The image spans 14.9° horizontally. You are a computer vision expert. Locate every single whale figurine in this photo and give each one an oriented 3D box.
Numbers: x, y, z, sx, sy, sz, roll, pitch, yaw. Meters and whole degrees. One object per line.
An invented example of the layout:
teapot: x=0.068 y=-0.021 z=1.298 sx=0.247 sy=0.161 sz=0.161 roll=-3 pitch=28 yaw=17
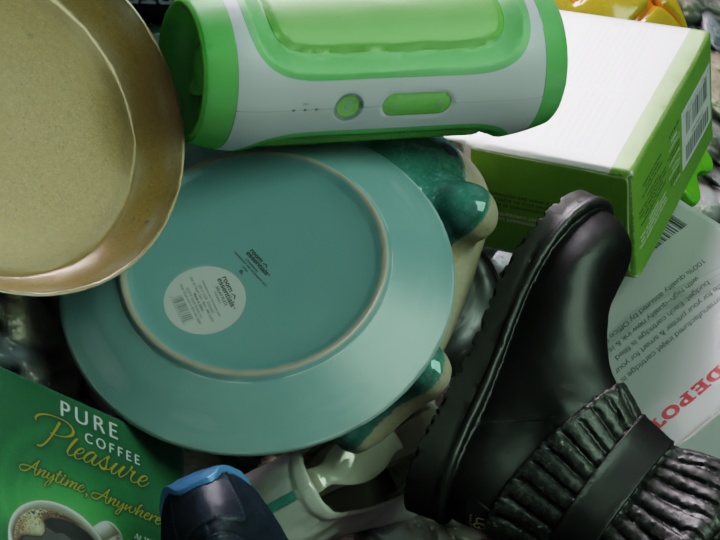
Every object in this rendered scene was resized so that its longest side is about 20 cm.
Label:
whale figurine: x=0.000 y=0.000 z=1.437 sx=0.104 sy=0.159 sz=0.200 roll=37 pitch=31 yaw=-27

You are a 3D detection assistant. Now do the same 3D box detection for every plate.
plate: x=-0.052 y=0.001 z=1.371 sx=0.199 sy=0.026 sz=0.201 roll=-1 pitch=56 yaw=2

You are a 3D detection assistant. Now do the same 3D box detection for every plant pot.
plant pot: x=-0.177 y=-0.077 z=1.316 sx=0.200 sy=0.027 sz=0.201 roll=16 pitch=60 yaw=-31

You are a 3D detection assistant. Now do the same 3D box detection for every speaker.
speaker: x=0.002 y=-0.106 z=1.405 sx=0.199 sy=0.088 sz=0.089 roll=-4 pitch=63 yaw=-23

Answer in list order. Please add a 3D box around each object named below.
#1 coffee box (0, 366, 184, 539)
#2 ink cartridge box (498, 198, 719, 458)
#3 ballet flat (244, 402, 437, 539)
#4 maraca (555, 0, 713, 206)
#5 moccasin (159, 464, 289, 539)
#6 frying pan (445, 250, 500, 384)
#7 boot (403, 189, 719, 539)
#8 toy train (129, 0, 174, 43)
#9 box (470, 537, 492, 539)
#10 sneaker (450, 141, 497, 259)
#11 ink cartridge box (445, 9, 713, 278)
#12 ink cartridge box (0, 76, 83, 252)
coffee box: x=-0.138 y=0.154 z=1.284 sx=0.123 sy=0.044 sz=0.201 roll=25 pitch=46 yaw=-36
ink cartridge box: x=0.169 y=0.049 z=1.546 sx=0.200 sy=0.146 sz=0.084 roll=38 pitch=-19 yaw=49
ballet flat: x=0.009 y=0.102 z=1.474 sx=0.200 sy=0.069 sz=0.070 roll=-22 pitch=79 yaw=-54
maraca: x=0.165 y=-0.130 z=1.798 sx=0.137 sy=0.107 sz=0.201 roll=-4 pitch=65 yaw=-42
moccasin: x=-0.046 y=0.182 z=1.302 sx=0.200 sy=0.080 sz=0.068 roll=57 pitch=6 yaw=-37
frying pan: x=0.022 y=-0.018 z=1.567 sx=0.114 sy=0.031 sz=0.191 roll=-3 pitch=61 yaw=-7
boot: x=0.133 y=0.071 z=1.407 sx=0.157 sy=0.080 sz=0.212 roll=21 pitch=67 yaw=18
toy train: x=-0.108 y=-0.168 z=1.456 sx=0.199 sy=0.085 sz=0.114 roll=0 pitch=38 yaw=-9
box: x=0.080 y=0.201 z=1.450 sx=0.200 sy=0.095 sz=0.103 roll=-2 pitch=64 yaw=-49
sneaker: x=0.016 y=-0.083 z=1.628 sx=0.088 sy=0.075 sz=0.200 roll=9 pitch=46 yaw=-44
ink cartridge box: x=0.087 y=-0.084 z=1.582 sx=0.148 sy=0.199 sz=0.076 roll=-56 pitch=149 yaw=-45
ink cartridge box: x=-0.235 y=-0.025 z=1.301 sx=0.109 sy=0.050 sz=0.200 roll=50 pitch=51 yaw=-6
